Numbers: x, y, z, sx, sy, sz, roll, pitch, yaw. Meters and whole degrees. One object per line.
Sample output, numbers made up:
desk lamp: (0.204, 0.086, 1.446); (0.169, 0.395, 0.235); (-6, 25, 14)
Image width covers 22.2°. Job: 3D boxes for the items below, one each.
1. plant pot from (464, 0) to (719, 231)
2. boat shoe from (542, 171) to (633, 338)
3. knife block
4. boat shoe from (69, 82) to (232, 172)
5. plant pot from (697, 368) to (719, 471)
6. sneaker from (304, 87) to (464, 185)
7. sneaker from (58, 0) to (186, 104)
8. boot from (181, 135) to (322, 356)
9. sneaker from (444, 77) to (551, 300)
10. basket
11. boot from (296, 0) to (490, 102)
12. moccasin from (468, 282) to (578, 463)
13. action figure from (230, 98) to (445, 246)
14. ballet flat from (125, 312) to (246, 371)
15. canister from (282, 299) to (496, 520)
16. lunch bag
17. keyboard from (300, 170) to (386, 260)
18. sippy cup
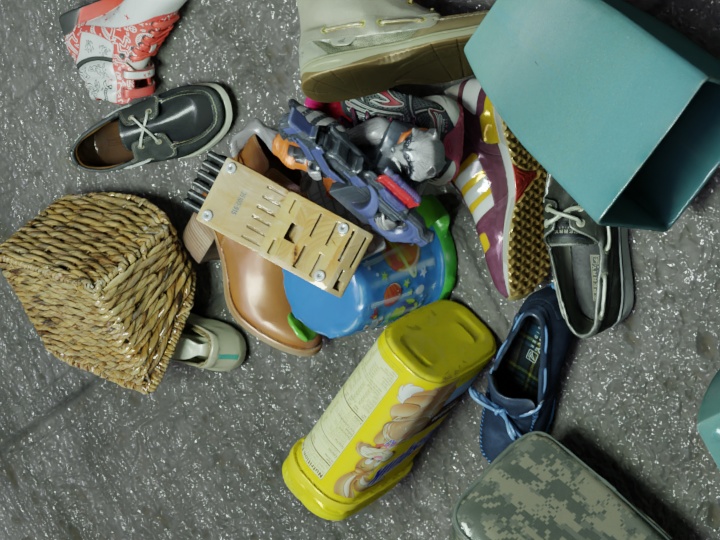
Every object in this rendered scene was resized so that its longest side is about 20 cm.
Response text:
plant pot: (0.195, -0.152, 1.494); (0.200, 0.141, 0.141); (45, 111, 26)
boat shoe: (0.194, -0.041, 1.601); (0.071, 0.064, 0.201); (-4, 102, 38)
knife block: (-0.072, -0.044, 1.671); (0.200, 0.176, 0.064); (28, 92, 13)
boat shoe: (-0.213, -0.141, 1.873); (0.200, 0.068, 0.072); (-13, 97, 37)
plant pot: (0.361, 0.114, 1.443); (0.141, 0.200, 0.142); (-31, 87, 40)
sneaker: (0.024, -0.124, 1.649); (0.200, 0.075, 0.081); (20, 106, 55)
sneaker: (-0.217, -0.232, 1.844); (0.201, 0.067, 0.108); (-13, 99, 43)
boot: (-0.082, -0.026, 1.812); (0.200, 0.074, 0.155); (46, 123, 12)
sneaker: (0.120, -0.074, 1.648); (0.090, 0.075, 0.201); (7, 104, 44)
basket: (-0.257, 0.015, 1.919); (0.200, 0.143, 0.149); (14, 138, 45)
boot: (0.035, -0.241, 1.636); (0.199, 0.072, 0.155); (-12, 64, 3)
moccasin: (0.140, 0.101, 1.689); (0.080, 0.068, 0.200); (26, 123, 26)
action figure: (-0.014, -0.109, 1.561); (0.193, 0.105, 0.200); (7, 154, 37)
ballet flat: (-0.212, 0.066, 1.945); (0.200, 0.069, 0.070); (12, 113, 34)
canister: (0.028, 0.130, 1.734); (0.087, 0.148, 0.200); (45, 125, 15)
lunch bag: (0.184, 0.272, 1.675); (0.200, 0.139, 0.168); (38, 160, 21)
keyboard: (-0.021, -0.071, 1.685); (0.056, 0.200, 0.011); (-23, 131, 5)
sippy cup: (0.000, 0.000, 1.720); (0.139, 0.130, 0.178); (22, 119, 30)
